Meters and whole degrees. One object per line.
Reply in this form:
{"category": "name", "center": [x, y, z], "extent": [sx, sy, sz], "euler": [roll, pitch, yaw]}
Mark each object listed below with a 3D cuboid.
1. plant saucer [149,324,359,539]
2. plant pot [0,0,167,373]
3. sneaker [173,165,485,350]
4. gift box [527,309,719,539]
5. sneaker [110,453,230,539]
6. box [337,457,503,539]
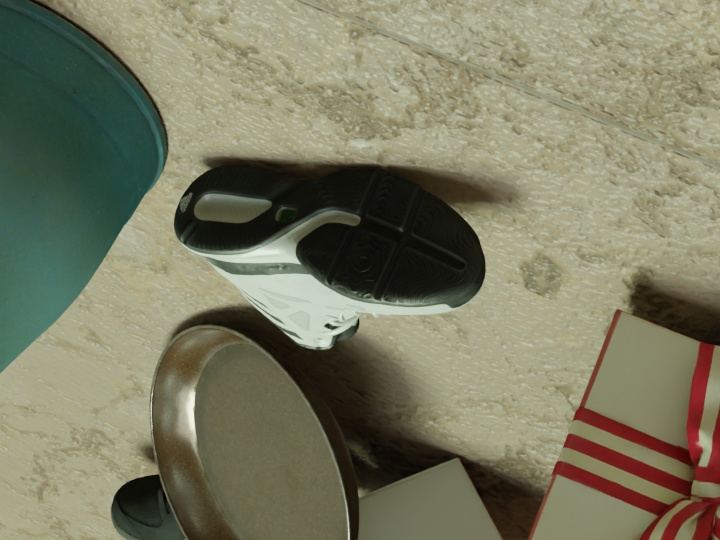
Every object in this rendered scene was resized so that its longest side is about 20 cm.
{"category": "plant saucer", "center": [-0.063, 0.127, 1.602], "extent": [0.200, 0.032, 0.202], "euler": [26, 125, 43]}
{"category": "plant pot", "center": [-0.235, -0.029, 1.408], "extent": [0.198, 0.189, 0.201], "euler": [17, 149, 11]}
{"category": "sneaker", "center": [0.000, 0.000, 1.421], "extent": [0.199, 0.076, 0.115], "euler": [13, 158, 34]}
{"category": "gift box", "center": [0.197, 0.141, 1.390], "extent": [0.198, 0.186, 0.187], "euler": [16, 158, 6]}
{"category": "sneaker", "center": [-0.094, 0.146, 1.722], "extent": [0.199, 0.073, 0.082], "euler": [-6, 123, 33]}
{"category": "box", "center": [0.057, 0.246, 1.622], "extent": [0.201, 0.097, 0.125], "euler": [62, 159, 21]}
